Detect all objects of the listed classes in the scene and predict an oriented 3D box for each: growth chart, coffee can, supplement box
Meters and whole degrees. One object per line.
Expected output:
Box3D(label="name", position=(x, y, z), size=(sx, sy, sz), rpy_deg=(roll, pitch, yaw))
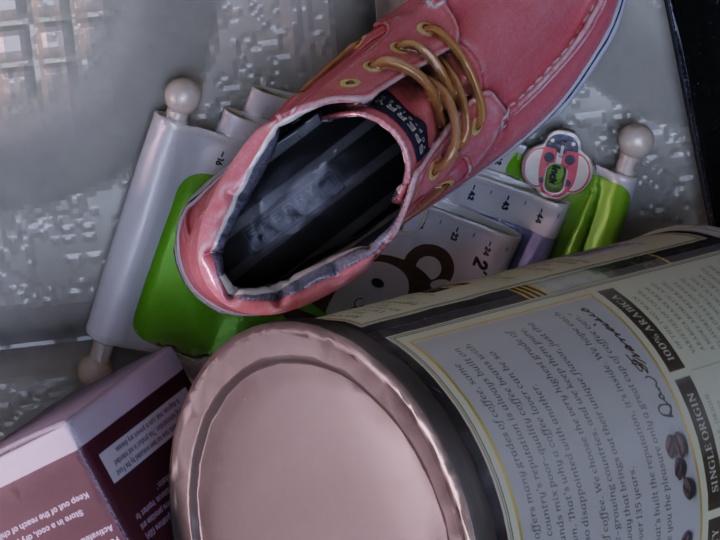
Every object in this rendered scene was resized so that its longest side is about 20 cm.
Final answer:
Box3D(label="growth chart", position=(0.000, 0.000, 1.063), size=(0.199, 0.018, 0.145), rpy_deg=(7, 110, -9))
Box3D(label="coffee can", position=(0.057, 0.071, 0.960), size=(0.200, 0.146, 0.147), rpy_deg=(-13, 117, -42))
Box3D(label="supplement box", position=(-0.060, 0.137, 0.998), size=(0.061, 0.109, 0.200), rpy_deg=(-27, 93, 20))

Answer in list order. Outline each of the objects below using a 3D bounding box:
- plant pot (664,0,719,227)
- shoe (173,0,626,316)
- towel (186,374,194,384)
Box3D(label="plant pot", position=(0.231, -0.061, 0.985), size=(0.177, 0.200, 0.200), rpy_deg=(-19, 112, -14))
Box3D(label="shoe", position=(0.021, -0.054, 0.988), size=(0.200, 0.091, 0.072), rpy_deg=(-39, 97, -4))
Box3D(label="towel", position=(-0.086, 0.145, 1.076), size=(0.146, 0.030, 0.200), rpy_deg=(43, 105, 0))
